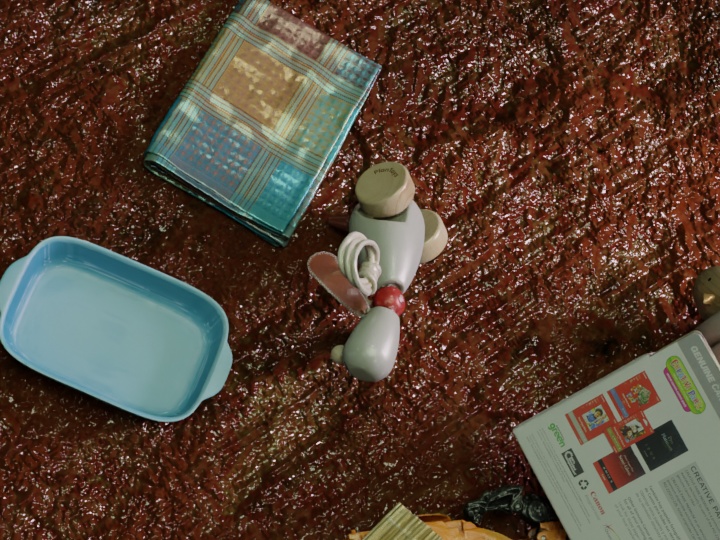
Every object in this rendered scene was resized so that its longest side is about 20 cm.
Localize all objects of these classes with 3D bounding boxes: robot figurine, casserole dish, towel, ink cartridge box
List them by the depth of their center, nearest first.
[{"bbox_3d":[0.250,0.173,1.625,0.175,0.084,0.201,-30,80,15],"label":"ink cartridge box"},{"bbox_3d":[0.089,0.252,1.641,0.199,0.058,0.146,-4,71,-15],"label":"robot figurine"},{"bbox_3d":[-0.202,0.052,1.653,0.199,0.039,0.122,23,66,-4],"label":"casserole dish"},{"bbox_3d":[-0.084,-0.136,1.764,0.146,0.022,0.201,30,65,-2],"label":"towel"}]

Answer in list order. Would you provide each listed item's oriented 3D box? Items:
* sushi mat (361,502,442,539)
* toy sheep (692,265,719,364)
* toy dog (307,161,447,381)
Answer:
[{"bbox_3d":[-0.005,0.282,1.584,0.200,0.012,0.096,-44,69,-5],"label":"sushi mat"},{"bbox_3d":[0.351,0.082,1.730,0.138,0.138,0.200,-31,80,-22],"label":"toy sheep"},{"bbox_3d":[0.000,0.000,1.690,0.200,0.096,0.132,-56,132,-52],"label":"toy dog"}]
